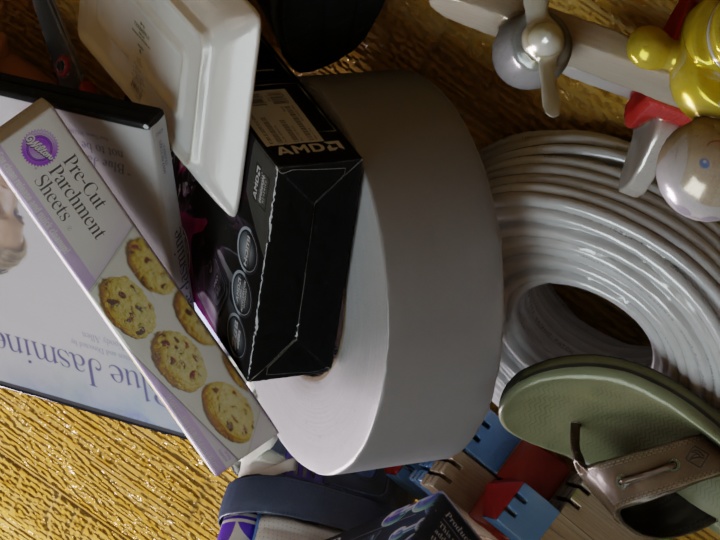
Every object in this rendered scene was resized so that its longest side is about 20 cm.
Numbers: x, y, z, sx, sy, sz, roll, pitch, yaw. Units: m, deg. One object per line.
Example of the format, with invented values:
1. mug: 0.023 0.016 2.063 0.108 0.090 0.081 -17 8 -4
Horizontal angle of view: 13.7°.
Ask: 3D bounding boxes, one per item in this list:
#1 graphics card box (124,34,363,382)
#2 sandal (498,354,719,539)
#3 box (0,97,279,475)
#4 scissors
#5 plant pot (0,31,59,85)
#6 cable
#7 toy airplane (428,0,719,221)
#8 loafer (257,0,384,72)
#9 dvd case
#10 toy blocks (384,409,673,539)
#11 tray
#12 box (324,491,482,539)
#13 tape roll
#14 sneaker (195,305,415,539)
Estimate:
1. graphics card box: -0.065 -0.049 1.504 0.200 0.051 0.126 52 141 48
2. sandal: 0.157 0.105 1.480 0.201 0.057 0.080 28 144 14
3. box: -0.111 0.009 1.454 0.200 0.041 0.039 57 175 -15
4. scissors: -0.145 -0.098 1.570 0.073 0.014 0.200 -20 75 44
5. plant pot: -0.205 -0.029 1.659 0.140 0.200 0.200 22 145 -9
6. cable: 0.123 0.021 1.524 0.200 0.069 0.200 10 136 32
7. toy airplane: 0.152 -0.079 1.326 0.200 0.141 0.199 -6 145 28
8. loafer: -0.030 -0.178 1.448 0.072 0.073 0.200 51 159 32
9. dvd case: -0.150 -0.009 1.517 0.143 0.018 0.200 13 131 25
10. toy blocks: 0.090 0.130 1.628 0.137 0.100 0.200 39 171 -12
11. tray: -0.101 -0.116 1.483 0.200 0.022 0.108 -131 42 -52
12. box: -0.015 0.231 1.559 0.148 0.200 0.107 -27 106 39
13. tape roll: 0.000 0.000 1.512 0.200 0.066 0.201 173 90 -66
14. sneaker: -0.056 0.102 1.698 0.200 0.147 0.081 48 143 -15
